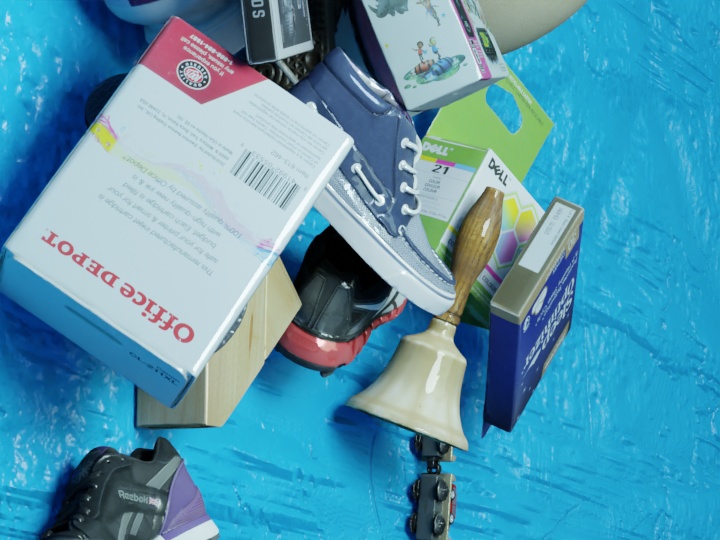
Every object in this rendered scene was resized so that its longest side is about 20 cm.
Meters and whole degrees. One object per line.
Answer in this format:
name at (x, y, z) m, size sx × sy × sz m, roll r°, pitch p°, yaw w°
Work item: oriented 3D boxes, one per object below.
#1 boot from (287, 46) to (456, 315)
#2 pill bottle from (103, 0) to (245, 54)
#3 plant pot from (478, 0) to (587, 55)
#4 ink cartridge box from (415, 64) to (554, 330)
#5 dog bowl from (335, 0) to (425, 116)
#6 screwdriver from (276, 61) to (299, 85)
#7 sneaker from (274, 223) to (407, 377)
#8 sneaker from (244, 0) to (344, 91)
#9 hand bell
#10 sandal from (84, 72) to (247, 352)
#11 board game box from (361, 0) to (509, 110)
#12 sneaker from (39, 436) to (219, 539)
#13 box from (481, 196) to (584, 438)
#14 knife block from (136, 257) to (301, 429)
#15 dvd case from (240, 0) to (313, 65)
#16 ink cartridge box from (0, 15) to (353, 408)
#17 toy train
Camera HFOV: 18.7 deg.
boot at (0.019, -0.061, 1.546) m, size 0.200 × 0.090 × 0.073 m, roll 44°, pitch 11°, yaw -21°
pill bottle at (-0.140, -0.237, 1.470) m, size 0.113 × 0.112 × 0.201 m, roll -58°, pitch 132°, yaw -43°
plant pot at (0.129, -0.273, 1.738) m, size 0.200 × 0.134 × 0.202 m, roll 13°, pitch 75°, yaw -55°
ink cartridge box at (0.113, -0.070, 1.824) m, size 0.148 × 0.075 × 0.201 m, roll 44°, pitch 70°, yaw -46°
dog bowl at (0.027, -0.216, 1.761) m, size 0.200 × 0.073 × 0.202 m, roll 9°, pitch 79°, yaw -56°
screwdriver at (-0.096, -0.190, 1.572) m, size 0.029 × 0.028 × 0.201 m, roll -43°, pitch 109°, yaw -23°
sneaker at (0.000, 0.000, 1.655) m, size 0.200 × 0.070 × 0.098 m, roll -46°, pitch 159°, yaw -61°
sneaker at (-0.037, -0.184, 1.648) m, size 0.075 × 0.070 × 0.202 m, roll 0°, pitch 101°, yaw -69°
hand bell at (0.069, 0.029, 1.715) m, size 0.104 × 0.104 × 0.201 m, roll 25°, pitch 83°, yaw -53°
sandal at (-0.127, -0.037, 1.476) m, size 0.043 × 0.076 × 0.202 m, roll 115°, pitch -43°, yaw -75°
board game box at (0.035, -0.221, 1.602) m, size 0.201 × 0.064 × 0.148 m, roll 66°, pitch 12°, yaw -1°
sneaker at (-0.177, 0.164, 1.420) m, size 0.200 × 0.075 × 0.088 m, roll -19°, pitch 87°, yaw -60°
box at (0.140, 0.047, 1.794) m, size 0.121 × 0.032 × 0.201 m, roll -57°, pitch 161°, yaw -32°
knife block at (-0.117, -0.012, 1.523) m, size 0.200 × 0.064 × 0.176 m, roll -57°, pitch 131°, yaw -43°
dvd case at (-0.061, -0.219, 1.482) m, size 0.200 × 0.025 × 0.152 m, roll -54°, pitch 138°, yaw -80°
ink cartridge box at (-0.121, -0.037, 1.404) m, size 0.145 × 0.083 × 0.201 m, roll 35°, pitch 66°, yaw -2°
toy train at (0.063, 0.192, 1.802) m, size 0.046 × 0.034 × 0.202 m, roll 22°, pitch 68°, yaw -58°
